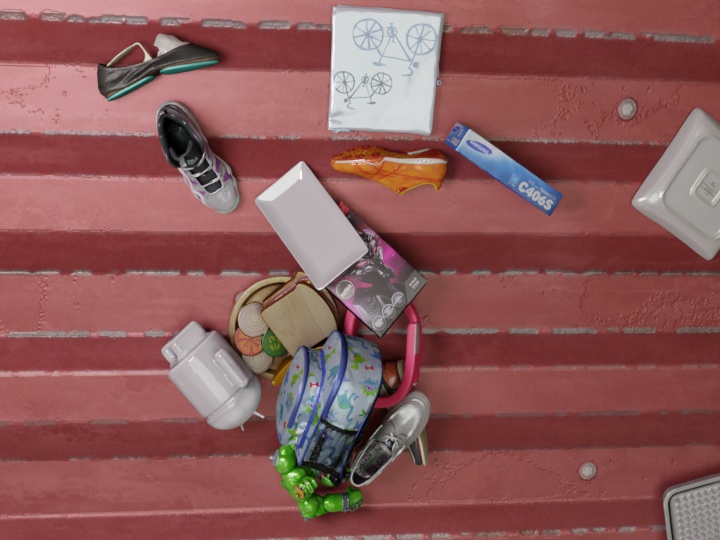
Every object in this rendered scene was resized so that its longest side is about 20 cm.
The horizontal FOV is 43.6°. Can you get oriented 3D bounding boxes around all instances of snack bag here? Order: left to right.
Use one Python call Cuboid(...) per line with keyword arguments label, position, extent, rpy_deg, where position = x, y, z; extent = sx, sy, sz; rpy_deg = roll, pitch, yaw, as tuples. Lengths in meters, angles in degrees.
Cuboid(label="snack bag", position=(0.041, -0.321, 1.462), extent=(0.183, 0.021, 0.205), rpy_deg=(1, 105, -7))

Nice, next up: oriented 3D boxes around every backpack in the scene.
Cuboid(label="backpack", position=(-0.052, 0.202, 1.461), extent=(0.144, 0.184, 0.203), rpy_deg=(22, 109, -16))

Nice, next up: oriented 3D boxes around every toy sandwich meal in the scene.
Cuboid(label="toy sandwich meal", position=(-0.128, 0.102, 1.533), extent=(0.200, 0.070, 0.211), rpy_deg=(-2, 106, -6))

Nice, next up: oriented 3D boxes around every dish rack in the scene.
Cuboid(label="dish rack", position=(0.670, 0.490, 1.753), extent=(0.167, 0.044, 0.205), rpy_deg=(-14, 107, -2))

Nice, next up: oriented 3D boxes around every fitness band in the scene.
Cuboid(label="fitness band", position=(0.036, 0.132, 1.543), extent=(0.141, 0.037, 0.205), rpy_deg=(8, 97, 26))

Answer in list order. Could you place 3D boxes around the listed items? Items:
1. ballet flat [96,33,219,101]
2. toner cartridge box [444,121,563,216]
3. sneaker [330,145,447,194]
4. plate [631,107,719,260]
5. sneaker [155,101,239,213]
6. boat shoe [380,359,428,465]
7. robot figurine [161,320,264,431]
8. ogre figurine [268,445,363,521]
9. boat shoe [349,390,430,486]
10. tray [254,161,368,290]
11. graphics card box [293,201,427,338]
Cuboid(label="ballet flat", position=(-0.320, -0.326, 1.395), extent=(0.196, 0.068, 0.070), rpy_deg=(-19, 99, -2))
Cuboid(label="toner cartridge box", position=(0.236, -0.169, 1.490), extent=(0.198, 0.095, 0.044), rpy_deg=(32, 99, -15))
Cuboid(label="sneaker", position=(0.047, -0.161, 1.483), extent=(0.195, 0.073, 0.079), rpy_deg=(5, 115, -5))
Cuboid(label="plate", position=(0.606, -0.146, 1.574), extent=(0.197, 0.032, 0.202), rpy_deg=(32, 99, -13))
Cuboid(label="sneaker", position=(-0.260, -0.165, 1.405), extent=(0.077, 0.140, 0.202), rpy_deg=(-35, 106, 4))
Cuboid(label="boat shoe", position=(0.074, 0.257, 1.602), extent=(0.061, 0.071, 0.204), rpy_deg=(-15, 104, 10))
Cuboid(label="robot figurine", position=(-0.244, 0.184, 1.511), extent=(0.201, 0.169, 0.113), rpy_deg=(49, 56, -6))
Cuboid(label="ogre figurine", position=(-0.082, 0.360, 1.603), extent=(0.119, 0.098, 0.203), rpy_deg=(-32, 123, -16))
Cuboid(label="boat shoe", position=(0.047, 0.292, 1.545), extent=(0.072, 0.069, 0.200), rpy_deg=(45, 106, -1))
Cuboid(label="tray", position=(-0.080, -0.072, 1.465), extent=(0.107, 0.022, 0.201), rpy_deg=(-37, 70, 0))
Cuboid(label="graphics card box", position=(0.000, 0.000, 1.489), extent=(0.200, 0.051, 0.126), rpy_deg=(43, 85, 3))
